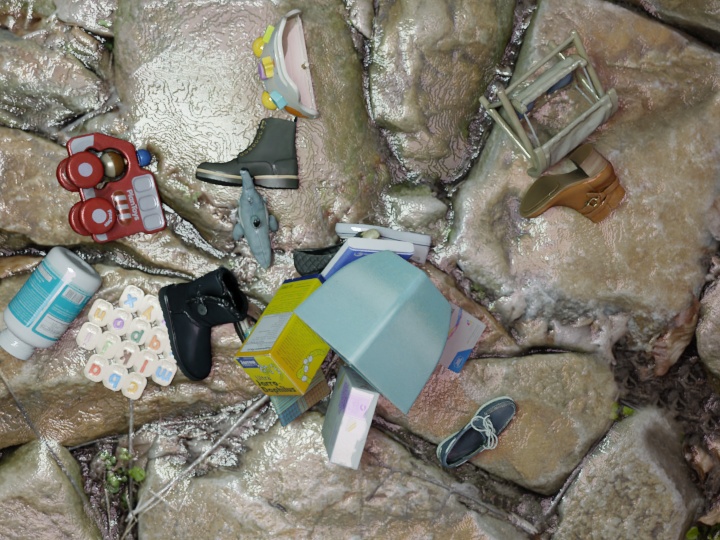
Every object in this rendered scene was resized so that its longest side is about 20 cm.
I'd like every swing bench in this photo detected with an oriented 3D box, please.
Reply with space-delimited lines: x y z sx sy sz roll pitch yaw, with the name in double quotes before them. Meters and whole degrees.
"swing bench" 0.377 -0.320 1.579 0.198 0.130 0.201 -39 100 -3

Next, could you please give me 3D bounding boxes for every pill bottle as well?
"pill bottle" -0.578 0.064 1.486 0.110 0.111 0.201 39 89 -10

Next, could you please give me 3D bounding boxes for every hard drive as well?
"hard drive" 0.000 0.000 1.515 0.130 0.200 0.026 3 63 -24

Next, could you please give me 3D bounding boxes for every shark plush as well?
"shark plush" -0.189 -0.104 1.506 0.089 0.084 0.202 -2 130 -14

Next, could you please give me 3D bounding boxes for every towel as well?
"towel" -0.140 0.179 1.565 0.146 0.021 0.203 -30 104 -45

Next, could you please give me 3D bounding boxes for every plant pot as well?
"plant pot" 0.044 0.086 1.405 0.201 0.195 0.197 -48 132 -6

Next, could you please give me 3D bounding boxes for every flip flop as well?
"flip flop" -0.221 0.078 1.564 0.057 0.081 0.203 -21 93 -20

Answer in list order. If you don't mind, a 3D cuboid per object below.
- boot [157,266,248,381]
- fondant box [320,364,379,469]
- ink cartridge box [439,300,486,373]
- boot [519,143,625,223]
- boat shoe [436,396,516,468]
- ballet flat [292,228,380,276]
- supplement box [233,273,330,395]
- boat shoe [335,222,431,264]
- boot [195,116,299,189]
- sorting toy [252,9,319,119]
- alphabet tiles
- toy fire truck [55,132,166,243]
"boot" -0.281 0.104 1.509 0.166 0.076 0.203 -12 99 31
"fondant box" -0.023 0.274 1.543 0.057 0.200 0.147 16 93 -9
"ink cartridge box" 0.145 0.109 1.571 0.199 0.067 0.117 31 91 -43
"boot" 0.432 -0.145 1.636 0.200 0.077 0.155 -45 125 10
"boat shoe" 0.243 0.333 1.657 0.198 0.062 0.076 -32 97 -5
"ballet flat" -0.050 -0.040 1.538 0.198 0.066 0.057 -21 102 27
"supplement box" -0.124 0.120 1.498 0.110 0.108 0.201 52 51 -27
"boat shoe" 0.045 -0.050 1.583 0.196 0.074 0.068 8 92 -10
"boot" -0.214 -0.230 1.536 0.196 0.077 0.141 2 91 -22
"sorting toy" -0.136 -0.378 1.472 0.105 0.180 0.204 -11 97 -7
"alphabet tiles" -0.440 0.139 1.562 0.198 0.015 0.198 27 89 -10
"toy fire truck" -0.460 -0.155 1.495 0.166 0.112 0.204 -18 99 -30
